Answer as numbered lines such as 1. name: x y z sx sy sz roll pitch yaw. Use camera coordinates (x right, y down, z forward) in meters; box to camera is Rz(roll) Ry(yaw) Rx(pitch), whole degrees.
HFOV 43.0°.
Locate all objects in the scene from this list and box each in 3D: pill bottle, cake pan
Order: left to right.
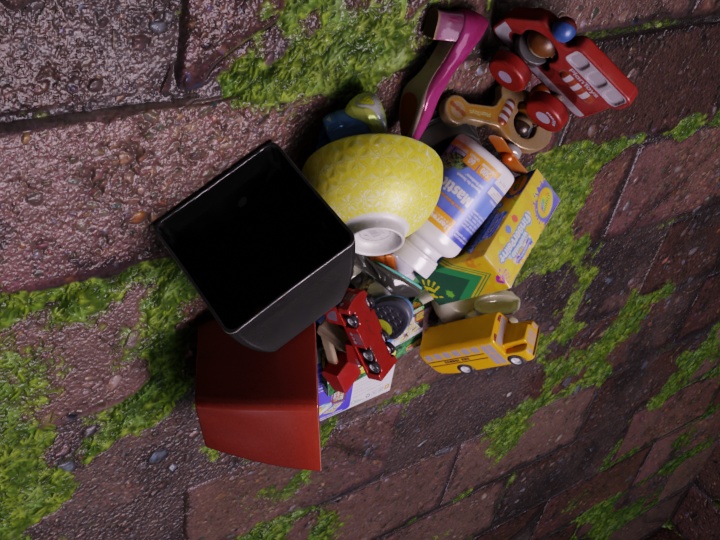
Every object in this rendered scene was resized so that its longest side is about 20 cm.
1. cake pan: 0.119 -0.147 1.440 0.198 0.037 0.202 -26 140 -23
2. pill bottle: 0.128 -0.092 1.366 0.201 0.112 0.112 -52 143 3

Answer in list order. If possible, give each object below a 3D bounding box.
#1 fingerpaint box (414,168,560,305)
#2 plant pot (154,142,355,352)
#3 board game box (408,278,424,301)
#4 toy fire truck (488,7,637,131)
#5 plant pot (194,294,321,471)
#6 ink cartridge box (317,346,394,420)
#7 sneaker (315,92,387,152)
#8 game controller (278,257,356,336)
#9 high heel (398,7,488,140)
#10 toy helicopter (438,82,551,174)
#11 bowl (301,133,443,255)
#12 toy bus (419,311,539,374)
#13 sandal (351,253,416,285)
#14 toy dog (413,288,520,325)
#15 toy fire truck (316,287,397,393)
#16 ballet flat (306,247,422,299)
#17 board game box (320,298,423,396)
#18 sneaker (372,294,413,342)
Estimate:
1. fingerpaint box: 0.199 -0.053 1.443 0.073 0.166 0.201 47 57 -18
2. plant pot: -0.124 -0.006 1.229 0.199 0.200 0.178 -36 152 -10
3. board game box: 0.109 -0.012 1.575 0.200 0.023 0.105 -48 146 4
4. toy fire truck: 0.286 -0.299 1.301 0.200 0.168 0.112 43 76 -12
5. plant pot: -0.148 0.166 1.345 0.173 0.202 0.201 -2 142 -3
6. ink cartridge box: -0.018 0.165 1.610 0.196 0.043 0.202 -19 138 -30
7. sneaker: -0.010 -0.163 1.290 0.103 0.076 0.201 -17 140 -4
8. game controller: -0.061 0.047 1.407 0.104 0.043 0.199 -35 138 23
9. high heel: 0.119 -0.267 1.292 0.095 0.068 0.202 0 123 -30
10. toy helicopter: 0.207 -0.222 1.397 0.197 0.079 0.135 5 83 -25
11. bowl: 0.018 -0.086 1.243 0.196 0.109 0.201 -2 153 -1
12. toy bus: 0.199 0.121 1.532 0.078 0.198 0.066 42 51 -29
13. sandal: -0.009 -0.009 1.443 0.203 0.060 0.080 -5 135 -12
14. toy dog: 0.191 0.083 1.638 0.191 0.141 0.201 -19 149 -9
15. toy fire truck: -0.019 0.106 1.374 0.049 0.140 0.202 -48 129 -32
16. ballet flat: 0.000 0.000 1.368 0.199 0.068 0.069 36 85 -17
17. board game box: 0.022 0.130 1.548 0.198 0.023 0.106 -28 145 -22
18. sneaker: 0.040 0.071 1.387 0.078 0.066 0.200 -45 176 -30
